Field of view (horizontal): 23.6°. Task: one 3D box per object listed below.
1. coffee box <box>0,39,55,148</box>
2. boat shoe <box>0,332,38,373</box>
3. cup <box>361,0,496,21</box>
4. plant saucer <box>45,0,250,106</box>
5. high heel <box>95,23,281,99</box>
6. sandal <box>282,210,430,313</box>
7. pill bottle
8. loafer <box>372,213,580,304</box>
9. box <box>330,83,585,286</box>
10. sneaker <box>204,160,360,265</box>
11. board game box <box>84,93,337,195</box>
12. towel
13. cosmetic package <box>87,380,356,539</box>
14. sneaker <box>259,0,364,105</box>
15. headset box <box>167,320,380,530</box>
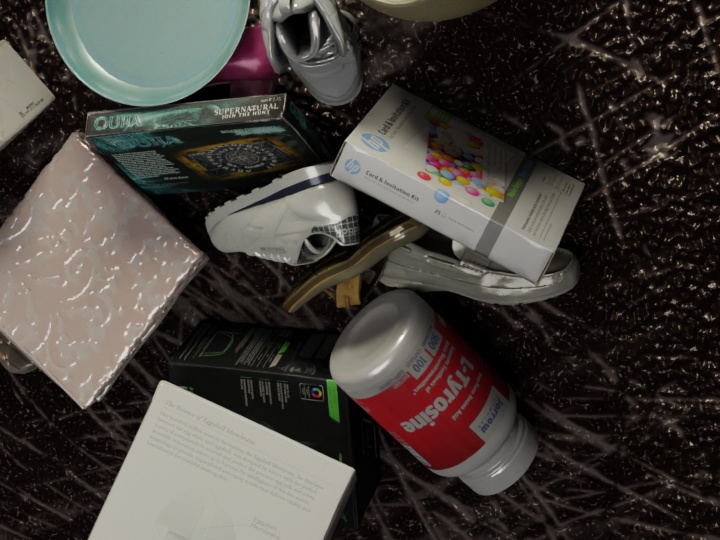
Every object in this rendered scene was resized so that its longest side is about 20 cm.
[{"bbox_3d":[-0.403,-0.120,1.672,0.200,0.115,0.080,-36,101,30],"label":"coffee box"},{"bbox_3d":[-0.279,0.031,1.732,0.199,0.073,0.075,-34,77,12],"label":"boat shoe"},{"bbox_3d":[0.046,-0.286,1.415,0.198,0.143,0.202,8,119,15],"label":"cup"},{"bbox_3d":[-0.188,-0.248,1.547,0.198,0.027,0.202,1,92,16],"label":"plant saucer"},{"bbox_3d":[-0.164,-0.202,1.585,0.198,0.067,0.097,11,109,7],"label":"high heel"},{"bbox_3d":[0.000,0.000,1.569,0.199,0.080,0.054,-29,105,39],"label":"sandal"},{"bbox_3d":[0.074,0.119,1.616,0.112,0.113,0.200,-31,119,29],"label":"pill bottle"},{"bbox_3d":[0.102,-0.015,1.576,0.198,0.070,0.070,4,126,18],"label":"loafer"},{"bbox_3d":[0.088,-0.078,1.498,0.199,0.156,0.041,27,119,5],"label":"box"},{"bbox_3d":[-0.074,-0.039,1.589,0.199,0.076,0.081,-21,89,52],"label":"sneaker"},{"bbox_3d":[-0.135,-0.114,1.585,0.198,0.028,0.135,-3,157,20],"label":"board game box"},{"bbox_3d":[-0.270,0.000,1.675,0.191,0.032,0.200,42,100,13],"label":"towel"},{"bbox_3d":[-0.131,0.237,1.593,0.198,0.123,0.201,24,83,5],"label":"cosmetic package"},{"bbox_3d":[-0.043,-0.194,1.477,0.074,0.116,0.201,-13,136,8],"label":"sneaker"},{"bbox_3d":[-0.076,0.153,1.710,0.198,0.093,0.176,5,118,16],"label":"headset box"}]
